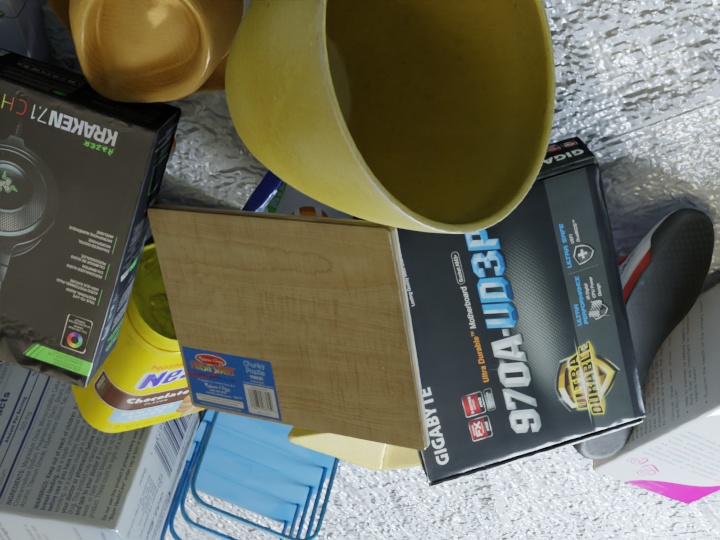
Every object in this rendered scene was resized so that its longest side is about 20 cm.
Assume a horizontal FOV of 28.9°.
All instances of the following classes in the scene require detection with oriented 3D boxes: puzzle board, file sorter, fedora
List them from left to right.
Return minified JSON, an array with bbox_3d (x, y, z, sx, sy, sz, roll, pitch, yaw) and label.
[{"bbox_3d":[-0.132,-0.167,0.895,0.198,0.082,0.202,11,143,9],"label":"fedora"},{"bbox_3d":[-0.114,0.230,1.365,0.137,0.124,0.200,22,143,-8],"label":"file sorter"},{"bbox_3d":[-0.048,0.033,0.913,0.198,0.017,0.152,6,117,35],"label":"puzzle board"}]

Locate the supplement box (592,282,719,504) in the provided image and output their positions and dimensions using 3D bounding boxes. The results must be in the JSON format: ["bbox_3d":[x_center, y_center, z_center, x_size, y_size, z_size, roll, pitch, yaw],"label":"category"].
[{"bbox_3d":[0.271,0.087,1.036,0.100,0.104,0.200,21,143,-24],"label":"supplement box"}]

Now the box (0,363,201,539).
[{"bbox_3d":[-0.274,0.171,1.300,0.198,0.185,0.105,6,144,14],"label":"box"}]

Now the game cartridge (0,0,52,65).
[{"bbox_3d":[-0.290,-0.160,1.008,0.132,0.042,0.201,10,143,2],"label":"game cartridge"}]

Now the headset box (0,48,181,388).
[{"bbox_3d":[-0.236,-0.037,0.956,0.172,0.093,0.202,19,106,-2],"label":"headset box"}]

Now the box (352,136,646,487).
[{"bbox_3d":[0.094,0.029,0.921,0.157,0.046,0.202,-16,115,-2],"label":"box"}]

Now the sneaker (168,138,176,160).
[{"bbox_3d":[-0.218,-0.042,1.046,0.198,0.076,0.093,-25,111,10],"label":"sneaker"}]

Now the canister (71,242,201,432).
[{"bbox_3d":[-0.147,0.053,1.144,0.147,0.087,0.200,-13,160,-32],"label":"canister"}]

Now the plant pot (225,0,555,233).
[{"bbox_3d":[0.001,-0.117,0.832,0.141,0.201,0.200,-5,140,44],"label":"plant pot"}]

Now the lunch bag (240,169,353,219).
[{"bbox_3d":[0.000,0.000,0.992,0.199,0.124,0.171,26,117,-23],"label":"lunch bag"}]

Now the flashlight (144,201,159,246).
[{"bbox_3d":[-0.224,-0.003,1.160,0.067,0.068,0.200,-2,157,-33],"label":"flashlight"}]

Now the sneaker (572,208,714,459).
[{"bbox_3d":[0.180,0.028,1.033,0.067,0.108,0.203,5,116,-31],"label":"sneaker"}]

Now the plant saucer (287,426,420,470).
[{"bbox_3d":[0.065,0.119,1.156,0.198,0.049,0.200,-11,161,21],"label":"plant saucer"}]
